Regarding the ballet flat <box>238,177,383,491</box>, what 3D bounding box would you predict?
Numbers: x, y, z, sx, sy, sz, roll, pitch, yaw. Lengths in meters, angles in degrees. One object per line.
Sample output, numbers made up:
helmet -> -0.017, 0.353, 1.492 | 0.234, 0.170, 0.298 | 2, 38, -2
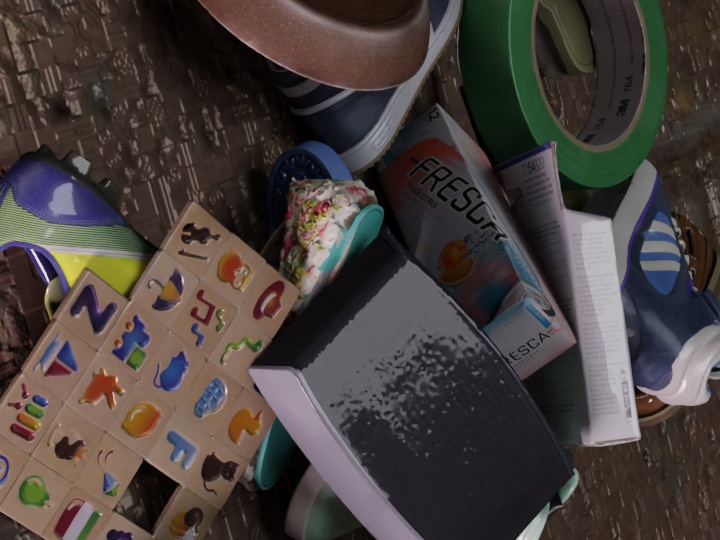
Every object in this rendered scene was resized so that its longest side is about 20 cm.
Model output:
ballet flat -> -0.046, 0.034, 1.178 | 0.201, 0.064, 0.076 | -68, 159, 1

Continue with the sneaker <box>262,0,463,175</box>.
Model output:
sneaker -> 0.001, -0.171, 1.292 | 0.109, 0.070, 0.201 | 50, 50, -35

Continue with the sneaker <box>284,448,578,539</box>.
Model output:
sneaker -> 0.053, 0.141, 1.213 | 0.200, 0.118, 0.074 | -23, 140, -38

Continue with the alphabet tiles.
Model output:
alphabet tiles -> -0.116, 0.069, 1.077 | 0.167, 0.008, 0.201 | 41, 74, -38

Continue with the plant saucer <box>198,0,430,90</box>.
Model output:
plant saucer -> -0.033, -0.199, 1.205 | 0.199, 0.035, 0.201 | 24, 39, -21

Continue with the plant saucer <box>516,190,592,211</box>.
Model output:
plant saucer -> 0.177, 0.025, 1.502 | 0.199, 0.031, 0.202 | 16, 69, -49

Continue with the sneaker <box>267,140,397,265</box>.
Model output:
sneaker -> 0.000, 0.000, 1.257 | 0.078, 0.070, 0.201 | -43, 122, -49

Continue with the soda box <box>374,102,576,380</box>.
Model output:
soda box -> 0.072, -0.018, 1.275 | 0.068, 0.063, 0.201 | 40, 20, -43

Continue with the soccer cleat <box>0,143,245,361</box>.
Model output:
soccer cleat -> -0.140, 0.012, 1.089 | 0.200, 0.064, 0.084 | 46, 68, -38

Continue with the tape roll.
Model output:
tape roll -> 0.151, -0.158, 1.394 | 0.200, 0.048, 0.202 | 5, 84, -48

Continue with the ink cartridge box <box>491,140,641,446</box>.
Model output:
ink cartridge box -> 0.130, 0.021, 1.324 | 0.040, 0.200, 0.202 | -7, 87, -14

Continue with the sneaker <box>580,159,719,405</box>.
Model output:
sneaker -> 0.227, 0.017, 1.431 | 0.146, 0.081, 0.200 | 40, 36, -12

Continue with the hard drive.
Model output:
hard drive -> 0.039, 0.091, 1.147 | 0.135, 0.042, 0.200 | -45, 111, -17

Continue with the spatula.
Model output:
spatula -> 0.078, -0.152, 1.395 | 0.056, 0.020, 0.201 | -1, 74, -59

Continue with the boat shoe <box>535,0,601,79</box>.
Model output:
boat shoe -> 0.117, -0.238, 1.454 | 0.075, 0.068, 0.201 | -35, 111, -45

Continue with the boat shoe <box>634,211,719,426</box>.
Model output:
boat shoe -> 0.230, 0.035, 1.495 | 0.068, 0.072, 0.201 | 52, 36, -25
